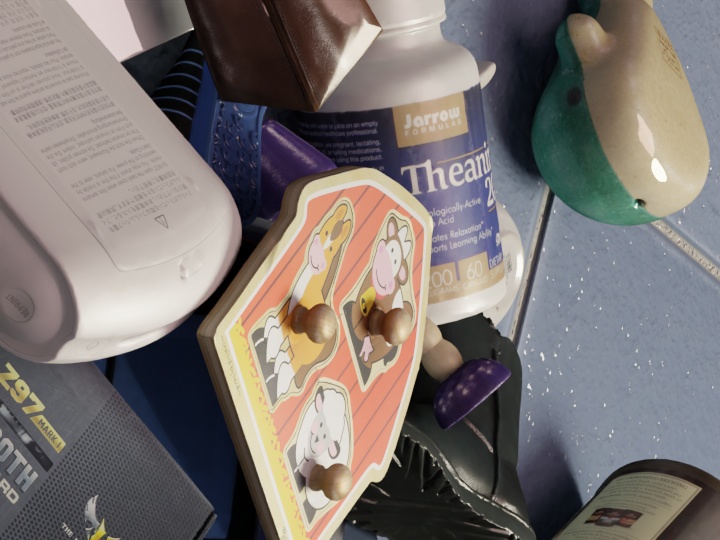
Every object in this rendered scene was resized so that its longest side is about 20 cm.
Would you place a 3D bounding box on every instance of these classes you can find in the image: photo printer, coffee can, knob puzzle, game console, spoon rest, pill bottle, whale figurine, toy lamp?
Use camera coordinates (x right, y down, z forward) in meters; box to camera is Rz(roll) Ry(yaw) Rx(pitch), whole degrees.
[{"bbox_3d":[-0.154,-0.048,1.190,0.200,0.069,0.166,49,31,6],"label":"photo printer"},{"bbox_3d":[0.169,0.237,1.653,0.200,0.146,0.147,-38,120,-44],"label":"coffee can"},{"bbox_3d":[-0.003,0.035,1.290,0.220,0.030,0.220,-25,119,-57],"label":"knob puzzle"},{"bbox_3d":[-0.131,0.076,1.280,0.177,0.031,0.201,4,97,-29],"label":"game console"},{"bbox_3d":[0.063,-0.043,1.592,0.099,0.061,0.200,-43,137,-42],"label":"spoon rest"},{"bbox_3d":[0.021,-0.073,1.479,0.111,0.111,0.201,-24,110,-50],"label":"pill bottle"},{"bbox_3d":[0.166,-0.121,1.700,0.159,0.104,0.200,37,38,-46],"label":"whale figurine"},{"bbox_3d":[0.000,0.000,1.415,0.200,0.058,0.058,51,45,1],"label":"toy lamp"}]

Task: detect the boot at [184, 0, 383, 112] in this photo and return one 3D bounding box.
[{"bbox_3d":[-0.024,-0.189,1.269,0.200,0.186,0.064,65,23,-15],"label":"boot"}]

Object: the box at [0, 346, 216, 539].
[{"bbox_3d":[-0.175,0.097,1.176,0.200,0.051,0.158,53,41,-14],"label":"box"}]

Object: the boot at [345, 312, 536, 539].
[{"bbox_3d":[0.031,0.080,1.499,0.200,0.076,0.168,37,34,-36],"label":"boot"}]

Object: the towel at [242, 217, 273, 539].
[{"bbox_3d":[-0.054,0.072,1.357,0.024,0.147,0.201,5,93,-23],"label":"towel"}]

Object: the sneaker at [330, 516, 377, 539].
[{"bbox_3d":[-0.065,0.183,1.426,0.200,0.070,0.082,-34,101,-50],"label":"sneaker"}]

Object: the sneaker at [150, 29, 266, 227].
[{"bbox_3d":[-0.092,-0.087,1.375,0.070,0.078,0.200,52,30,-32],"label":"sneaker"}]

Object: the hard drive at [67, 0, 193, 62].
[{"bbox_3d":[-0.147,-0.207,1.294,0.132,0.025,0.200,-28,114,-26],"label":"hard drive"}]
